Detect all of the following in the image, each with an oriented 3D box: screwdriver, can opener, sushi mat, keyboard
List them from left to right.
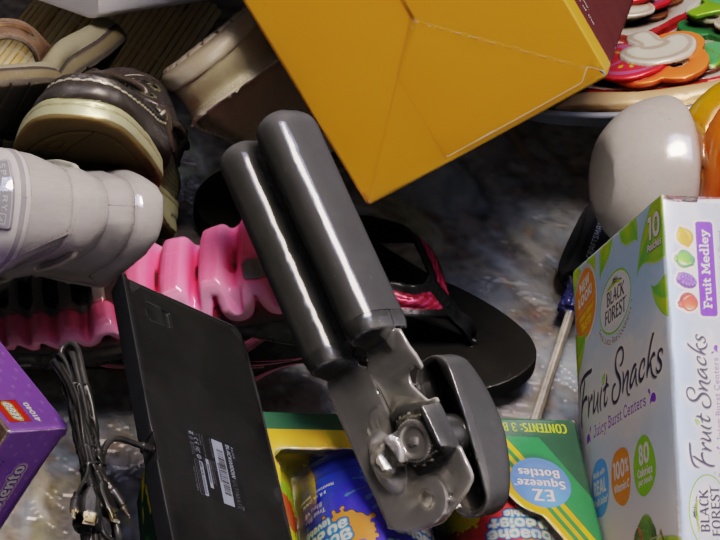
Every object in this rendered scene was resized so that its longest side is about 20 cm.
[{"bbox_3d":[-0.154,-0.100,1.433,0.095,0.012,0.200,23,45,7],"label":"sushi mat"},{"bbox_3d":[-0.082,0.082,1.137,0.127,0.021,0.200,26,34,-37],"label":"keyboard"},{"bbox_3d":[0.005,0.023,1.199,0.067,0.053,0.200,-1,61,-50],"label":"can opener"},{"bbox_3d":[0.100,0.030,1.361,0.029,0.028,0.200,44,40,-12],"label":"screwdriver"}]

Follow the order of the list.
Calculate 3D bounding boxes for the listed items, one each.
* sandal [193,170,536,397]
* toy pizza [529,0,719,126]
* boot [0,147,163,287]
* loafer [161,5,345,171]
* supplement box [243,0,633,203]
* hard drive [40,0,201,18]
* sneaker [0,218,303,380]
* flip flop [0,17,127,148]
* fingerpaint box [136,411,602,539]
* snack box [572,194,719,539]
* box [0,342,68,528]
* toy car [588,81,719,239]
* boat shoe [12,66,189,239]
[{"bbox_3d":[0.000,0.000,1.354,0.200,0.045,0.075,33,47,17],"label":"sandal"},{"bbox_3d":[0.153,-0.125,1.463,0.200,0.032,0.200,-6,22,2],"label":"toy pizza"},{"bbox_3d":[-0.165,-0.008,1.243,0.095,0.200,0.074,7,79,-28],"label":"boot"},{"bbox_3d":[-0.035,-0.088,1.359,0.068,0.076,0.200,56,16,11],"label":"loafer"},{"bbox_3d":[0.026,-0.171,1.318,0.198,0.133,0.200,58,18,-11],"label":"supplement box"},{"bbox_3d":[-0.090,-0.172,1.456,0.200,0.025,0.132,-13,22,-34],"label":"hard drive"},{"bbox_3d":[-0.086,0.028,1.285,0.199,0.096,0.079,-8,44,13],"label":"sneaker"},{"bbox_3d":[-0.174,-0.095,1.322,0.058,0.081,0.200,44,25,0],"label":"flip flop"},{"bbox_3d":[0.008,0.146,1.195,0.199,0.073,0.167,3,46,-12],"label":"fingerpaint box"},{"bbox_3d":[0.139,0.081,1.192,0.053,0.142,0.201,2,76,-13],"label":"snack box"},{"bbox_3d":[-0.225,0.052,1.179,0.039,0.137,0.200,1,40,-52],"label":"box"},{"bbox_3d":[0.212,-0.005,1.315,0.175,0.150,0.201,0,83,-16],"label":"toy car"},{"bbox_3d":[-0.121,-0.066,1.282,0.073,0.200,0.065,9,78,2],"label":"boat shoe"}]
